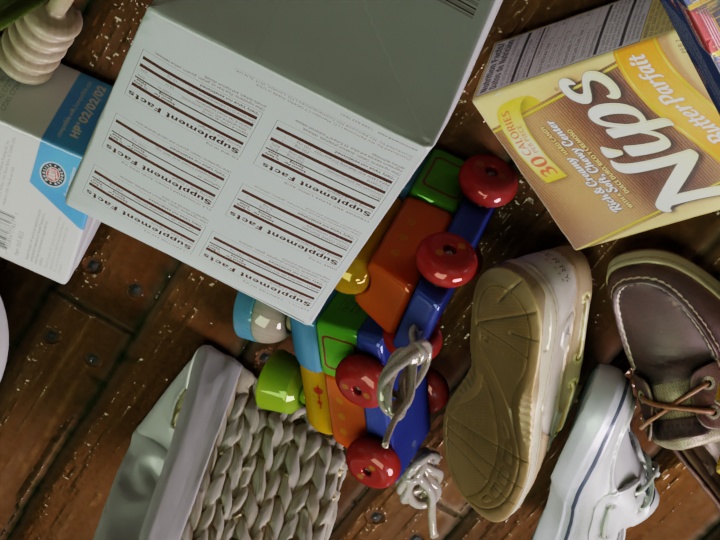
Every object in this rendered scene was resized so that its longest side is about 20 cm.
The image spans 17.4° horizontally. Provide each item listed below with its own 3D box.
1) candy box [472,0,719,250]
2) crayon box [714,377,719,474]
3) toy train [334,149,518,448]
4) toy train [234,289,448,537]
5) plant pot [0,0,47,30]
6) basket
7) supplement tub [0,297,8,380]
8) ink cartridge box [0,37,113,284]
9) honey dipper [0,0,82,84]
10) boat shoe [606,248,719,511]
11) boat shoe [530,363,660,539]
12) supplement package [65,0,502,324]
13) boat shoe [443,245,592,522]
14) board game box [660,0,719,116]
[{"bbox_3d":[0.174,-0.090,1.228,0.200,0.055,0.115,-17,124,33],"label":"candy box"},{"bbox_3d":[0.276,0.092,1.311,0.200,0.127,0.051,34,136,-9],"label":"crayon box"},{"bbox_3d":[0.000,0.000,1.288,0.116,0.200,0.085,26,137,4],"label":"toy train"},{"bbox_3d":[-0.013,0.086,1.455,0.116,0.085,0.200,17,137,23],"label":"toy train"},{"bbox_3d":[-0.280,-0.208,1.227,0.200,0.200,0.190,-7,115,28],"label":"plant pot"},{"bbox_3d":[-0.097,0.175,1.502,0.123,0.200,0.136,27,137,-13],"label":"basket"},{"bbox_3d":[-0.300,0.061,1.477,0.145,0.145,0.200,28,160,-5],"label":"supplement tub"},{"bbox_3d":[-0.244,-0.086,1.400,0.200,0.068,0.115,24,137,-1],"label":"ink cartridge box"},{"bbox_3d":[-0.149,-0.176,1.296,0.038,0.038,0.200,32,135,-9],"label":"honey dipper"},{"bbox_3d":[0.197,0.075,1.366,0.072,0.072,0.200,-9,128,30],"label":"boat shoe"},{"bbox_3d":[0.153,0.126,1.440,0.067,0.074,0.200,20,149,7],"label":"boat shoe"},{"bbox_3d":[-0.027,-0.116,1.166,0.147,0.191,0.200,27,150,-5],"label":"supplement package"},{"bbox_3d":[0.101,0.068,1.401,0.074,0.069,0.200,41,141,29],"label":"boat shoe"},{"bbox_3d":[0.241,-0.147,1.078,0.200,0.062,0.200,-34,130,3],"label":"board game box"}]
